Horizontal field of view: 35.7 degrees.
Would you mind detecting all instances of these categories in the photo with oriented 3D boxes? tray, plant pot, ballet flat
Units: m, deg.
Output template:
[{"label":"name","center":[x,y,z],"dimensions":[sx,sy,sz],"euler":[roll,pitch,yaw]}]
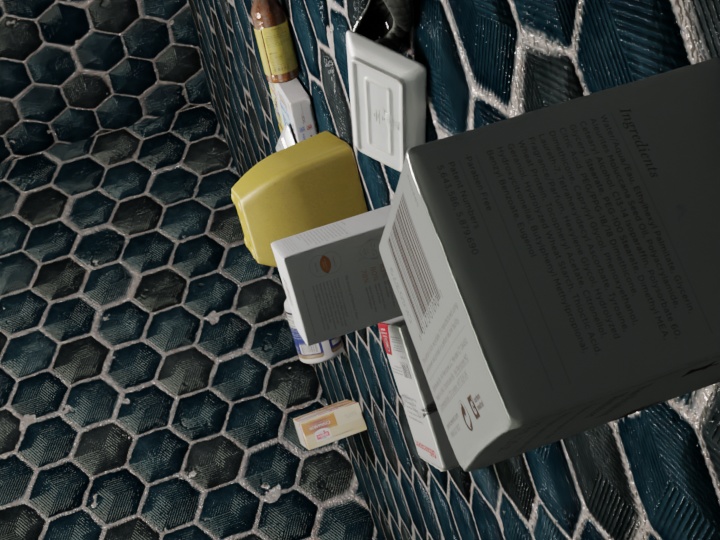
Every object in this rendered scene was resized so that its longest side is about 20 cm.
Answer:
[{"label":"tray","center":[0.027,-0.187,1.322],"dimensions":[0.107,0.022,0.200],"euler":[28,152,19]},{"label":"plant pot","center":[-0.105,-0.104,1.891],"dimensions":[0.194,0.200,0.196],"euler":[-135,27,-70]},{"label":"ballet flat","center":[0.023,-0.283,1.241],"dimensions":[0.200,0.057,0.067],"euler":[109,142,-75]},{"label":"tray","center":[-0.137,-0.217,2.148],"dimensions":[0.200,0.022,0.108],"euler":[172,80,-82]}]

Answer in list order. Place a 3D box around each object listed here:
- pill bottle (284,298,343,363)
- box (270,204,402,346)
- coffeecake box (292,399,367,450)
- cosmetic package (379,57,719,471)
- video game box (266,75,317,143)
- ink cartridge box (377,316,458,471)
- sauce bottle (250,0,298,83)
[{"label":"pill bottle","center":[-0.115,0.107,2.617],"dimensions":[0.111,0.111,0.200],"euler":[-136,30,-71]},{"label":"box","center":[0.000,0.000,1.462],"dimensions":[0.097,0.200,0.125],"euler":[-135,29,-70]},{"label":"coffeecake box","center":[-0.079,0.383,2.789],"dimensions":[0.200,0.153,0.073],"euler":[154,98,-80]},{"label":"cosmetic package","center":[0.136,0.002,0.673],"dimensions":[0.165,0.200,0.165],"euler":[102,149,-72]},{"label":"video game box","center":[-0.124,-0.286,2.135],"dimensions":[0.200,0.047,0.183],"euler":[-120,17,-53]},{"label":"ink cartridge box","center":[0.102,0.157,1.519],"dimensions":[0.144,0.084,0.200],"euler":[176,77,-80]},{"label":"sauce bottle","center":[-0.159,-0.438,2.000],"dimensions":[0.066,0.066,0.200],"euler":[-124,20,-59]}]
